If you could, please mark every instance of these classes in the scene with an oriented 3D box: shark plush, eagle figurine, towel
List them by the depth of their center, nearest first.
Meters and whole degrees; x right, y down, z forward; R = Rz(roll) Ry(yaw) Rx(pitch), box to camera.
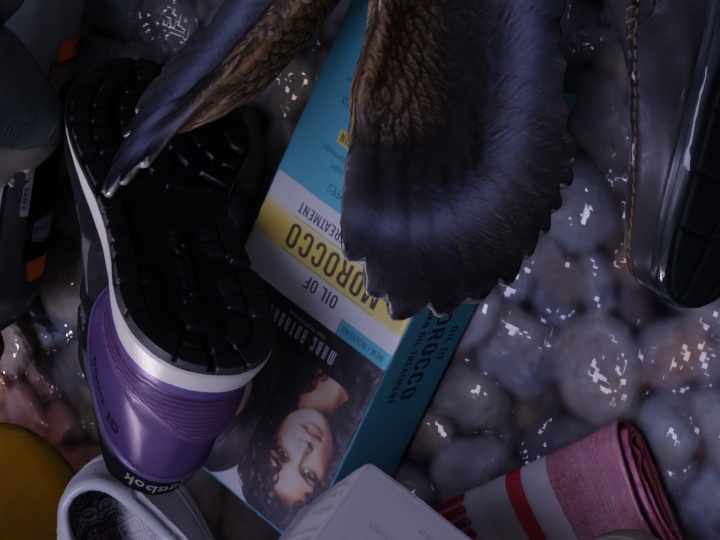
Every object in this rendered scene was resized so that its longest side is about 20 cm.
[{"bbox_3d":[0.001,-0.103,0.767,0.152,0.150,0.201,-130,49,-65],"label":"eagle figurine"},{"bbox_3d":[-0.151,-0.098,0.800,0.091,0.083,0.201,38,150,36],"label":"shark plush"},{"bbox_3d":[0.051,0.159,0.858,0.200,0.023,0.145,-29,78,34],"label":"towel"}]

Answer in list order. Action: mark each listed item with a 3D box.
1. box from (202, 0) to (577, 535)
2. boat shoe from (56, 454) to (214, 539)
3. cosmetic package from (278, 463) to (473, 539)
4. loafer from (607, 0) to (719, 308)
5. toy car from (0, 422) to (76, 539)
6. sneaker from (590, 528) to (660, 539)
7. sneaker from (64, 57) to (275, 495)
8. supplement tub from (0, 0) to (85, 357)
[{"bbox_3d":[0.000,0.000,0.859,0.082,0.049,0.201,36,114,27],"label":"box"},{"bbox_3d":[-0.055,0.161,0.862,0.072,0.069,0.201,-25,88,8],"label":"boat shoe"},{"bbox_3d":[-0.034,0.174,0.770,0.081,0.200,0.113,36,162,-3],"label":"cosmetic package"},{"bbox_3d":[0.117,-0.089,0.761,0.072,0.073,0.201,15,94,41],"label":"loafer"},{"bbox_3d":[-0.192,0.155,0.948,0.201,0.175,0.150,-61,17,-9],"label":"toy car"},{"bbox_3d":[0.050,0.185,0.777,0.075,0.106,0.201,35,117,18],"label":"sneaker"},{"bbox_3d":[-0.087,-0.001,0.863,0.201,0.075,0.088,-100,27,-49],"label":"sneaker"},{"bbox_3d":[-0.185,-0.056,0.937,0.122,0.122,0.201,20,106,31],"label":"supplement tub"}]
